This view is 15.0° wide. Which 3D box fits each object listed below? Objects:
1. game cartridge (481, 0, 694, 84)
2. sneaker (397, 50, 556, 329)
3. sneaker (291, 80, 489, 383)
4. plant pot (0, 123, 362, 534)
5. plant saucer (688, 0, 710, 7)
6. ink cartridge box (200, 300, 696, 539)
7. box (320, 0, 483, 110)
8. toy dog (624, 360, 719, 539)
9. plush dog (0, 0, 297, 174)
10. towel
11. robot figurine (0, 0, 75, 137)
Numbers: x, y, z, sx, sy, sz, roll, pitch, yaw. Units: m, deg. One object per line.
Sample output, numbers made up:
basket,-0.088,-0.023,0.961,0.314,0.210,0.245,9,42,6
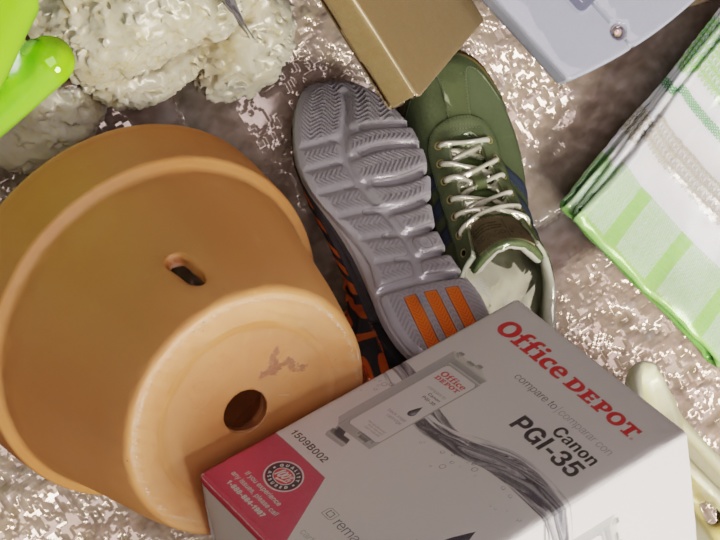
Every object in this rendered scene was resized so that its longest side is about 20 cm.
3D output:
game cartridge,0.147,-0.206,1.513,0.200,0.041,0.133,-45,97,-9
sneaker,0.073,-0.025,1.500,0.067,0.090,0.201,-11,94,-12
sneaker,0.000,0.000,1.492,0.077,0.112,0.201,-7,59,-23
plant pot,-0.092,0.043,1.397,0.199,0.140,0.201,-16,122,-27
plant saucer,0.162,-0.247,1.548,0.199,0.029,0.201,0,92,-13
ink cartridge box,0.044,0.117,1.342,0.199,0.146,0.083,-29,132,-22
box,-0.009,-0.194,1.450,0.021,0.164,0.201,-29,99,24
toy dog,0.111,0.176,1.477,0.139,0.199,0.195,36,38,-43
plush dog,-0.154,-0.124,1.429,0.200,0.161,0.172,44,108,-9
towel,0.224,-0.063,1.553,0.149,0.031,0.200,42,83,-22
robot figurine,-0.220,-0.120,1.302,0.175,0.115,0.201,31,72,-27
